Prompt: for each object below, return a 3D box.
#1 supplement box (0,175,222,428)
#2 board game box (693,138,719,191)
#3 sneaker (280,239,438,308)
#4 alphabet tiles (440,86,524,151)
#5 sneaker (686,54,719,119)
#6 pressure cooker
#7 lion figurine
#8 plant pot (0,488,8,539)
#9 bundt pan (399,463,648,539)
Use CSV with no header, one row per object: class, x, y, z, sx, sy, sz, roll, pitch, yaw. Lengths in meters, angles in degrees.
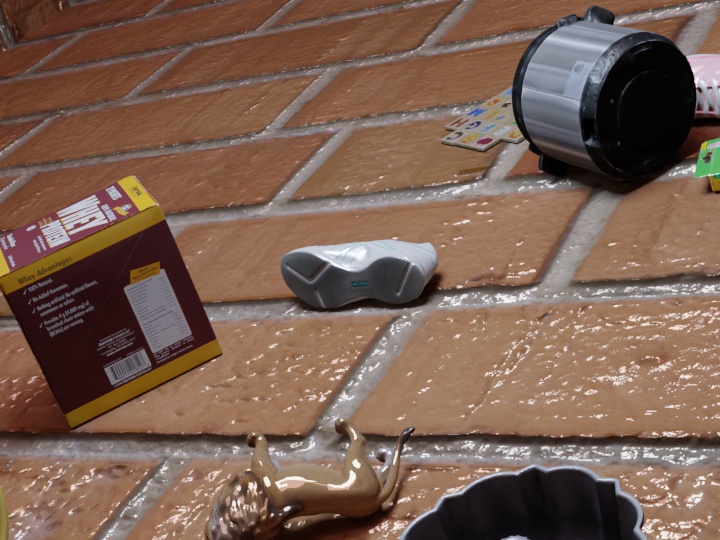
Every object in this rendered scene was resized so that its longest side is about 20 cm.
supplement box,-0.297,0.032,1.622,0.196,0.201,0.133,-26,25,-12
board game box,0.473,-0.131,1.557,0.198,0.030,0.096,-6,28,24
sneaker,0.000,0.000,1.628,0.199,0.071,0.080,2,23,30
alphabet tiles,0.215,-0.220,1.966,0.199,0.006,0.166,-32,27,-23
sneaker,0.434,-0.216,1.702,0.198,0.076,0.105,-8,22,17
pressure cooker,0.280,-0.212,1.689,0.175,0.180,0.200,-36,30,-19
lion figurine,-0.043,0.196,1.248,0.198,0.073,0.123,-14,32,4
plant pot,-0.454,0.244,1.345,0.200,0.202,0.188,-32,12,-24
bundt pan,0.121,0.233,1.031,0.200,0.076,0.202,-18,24,8
